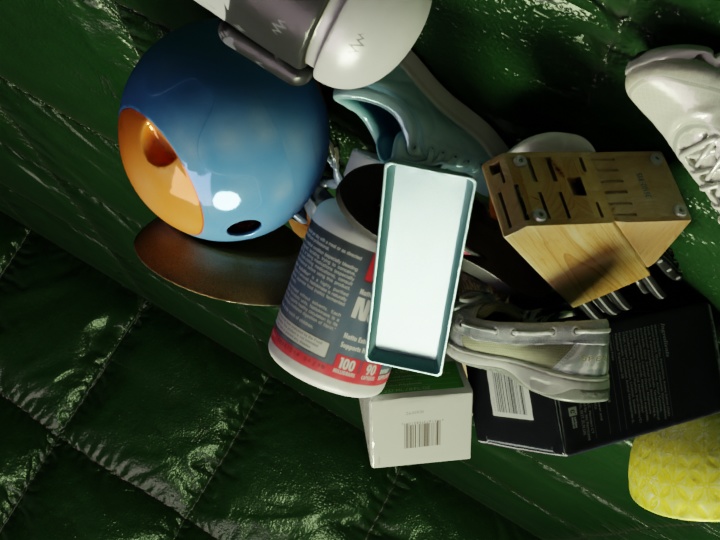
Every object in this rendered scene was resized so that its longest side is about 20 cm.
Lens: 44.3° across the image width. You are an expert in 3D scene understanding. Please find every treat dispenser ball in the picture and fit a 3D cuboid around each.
[{"bbox_3d":[-0.126,-0.130,0.828,0.198,0.203,0.201,29,164,9],"label":"treat dispenser ball"}]

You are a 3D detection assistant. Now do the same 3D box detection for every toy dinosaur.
[{"bbox_3d":[-0.059,-0.068,1.047,0.183,0.104,0.201,57,172,23],"label":"toy dinosaur"}]

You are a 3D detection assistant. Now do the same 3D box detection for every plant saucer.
[{"bbox_3d":[0.045,0.002,0.702,0.068,0.019,0.203,11,130,7],"label":"plant saucer"},{"bbox_3d":[-0.130,-0.026,0.904,0.196,0.036,0.201,14,-159,-5],"label":"plant saucer"}]

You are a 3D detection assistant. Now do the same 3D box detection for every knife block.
[{"bbox_3d":[0.170,-0.015,0.702,0.196,0.065,0.177,-3,148,-17],"label":"knife block"}]

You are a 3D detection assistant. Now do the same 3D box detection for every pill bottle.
[{"bbox_3d":[0.000,0.000,0.810,0.117,0.204,0.120,19,-169,-4],"label":"pill bottle"}]

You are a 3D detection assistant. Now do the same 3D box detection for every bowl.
[{"bbox_3d":[0.366,0.164,0.904,0.199,0.197,0.110,-3,100,63],"label":"bowl"}]

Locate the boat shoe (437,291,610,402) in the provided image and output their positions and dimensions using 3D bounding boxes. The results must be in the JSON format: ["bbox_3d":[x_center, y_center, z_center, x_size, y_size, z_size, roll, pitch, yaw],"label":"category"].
[{"bbox_3d":[0.127,0.050,0.721,0.073,0.066,0.201,3,-171,-27],"label":"boat shoe"}]

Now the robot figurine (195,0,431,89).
[{"bbox_3d":[-0.044,-0.211,0.589,0.198,0.126,0.150,33,175,-3],"label":"robot figurine"}]

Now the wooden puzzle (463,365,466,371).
[{"bbox_3d":[0.107,0.067,1.063,0.186,0.037,0.201,50,154,15],"label":"wooden puzzle"}]

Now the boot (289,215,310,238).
[{"bbox_3d":[-0.019,-0.016,1.206,0.198,0.069,0.189,23,162,32],"label":"boot"}]

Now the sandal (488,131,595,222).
[{"bbox_3d":[0.145,-0.061,0.762,0.077,0.060,0.208,13,148,3],"label":"sandal"}]

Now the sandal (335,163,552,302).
[{"bbox_3d":[0.076,-0.040,0.717,0.197,0.076,0.045,23,150,-5],"label":"sandal"}]

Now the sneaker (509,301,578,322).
[{"bbox_3d":[0.198,0.067,1.035,0.197,0.080,0.130,32,159,19],"label":"sneaker"}]

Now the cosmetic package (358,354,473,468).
[{"bbox_3d":[0.048,0.110,0.937,0.201,0.105,0.086,-106,12,-61],"label":"cosmetic package"}]

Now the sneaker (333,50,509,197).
[{"bbox_3d":[0.052,-0.112,0.765,0.199,0.083,0.074,38,164,-20],"label":"sneaker"}]

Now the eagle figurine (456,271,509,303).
[{"bbox_3d":[0.072,-0.017,0.925,0.196,0.154,0.151,10,-174,23],"label":"eagle figurine"}]

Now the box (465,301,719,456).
[{"bbox_3d":[0.221,0.099,0.845,0.196,0.107,0.147,-8,178,-24],"label":"box"}]

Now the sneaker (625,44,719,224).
[{"bbox_3d":[0.244,-0.064,0.557,0.198,0.082,0.075,36,165,-7],"label":"sneaker"}]
